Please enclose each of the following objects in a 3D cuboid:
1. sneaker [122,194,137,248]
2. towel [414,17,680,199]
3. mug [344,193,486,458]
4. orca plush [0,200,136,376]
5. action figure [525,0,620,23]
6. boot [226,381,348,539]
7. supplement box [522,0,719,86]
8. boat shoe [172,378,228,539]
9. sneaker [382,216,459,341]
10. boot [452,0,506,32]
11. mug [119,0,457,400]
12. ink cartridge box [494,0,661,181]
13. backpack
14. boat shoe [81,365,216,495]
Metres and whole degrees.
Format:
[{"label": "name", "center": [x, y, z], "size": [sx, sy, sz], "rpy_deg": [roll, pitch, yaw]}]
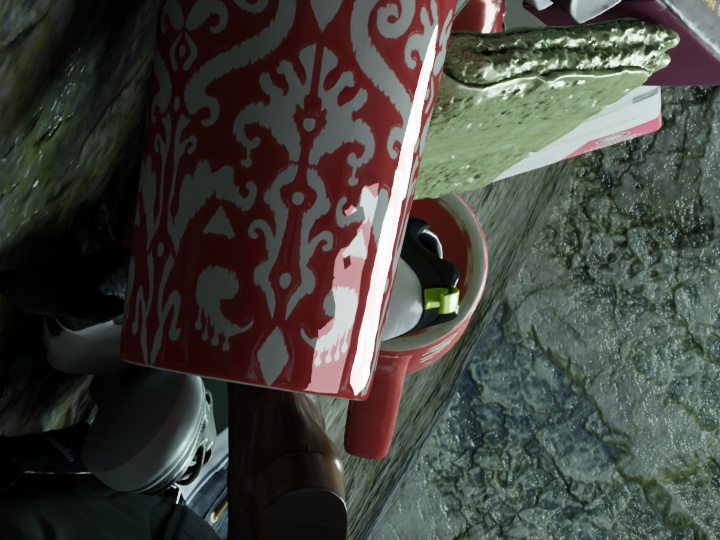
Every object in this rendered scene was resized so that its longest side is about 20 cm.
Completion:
[{"label": "sneaker", "center": [-0.059, -0.057, 1.147], "size": [0.200, 0.081, 0.075], "rpy_deg": [-66, 175, 25]}, {"label": "towel", "center": [0.054, -0.077, 1.098], "size": [0.148, 0.037, 0.200], "rpy_deg": [-35, 167, 38]}, {"label": "mug", "center": [0.026, 0.019, 1.430], "size": [0.133, 0.178, 0.200], "rpy_deg": [-21, 178, -4]}, {"label": "orca plush", "center": [-0.132, 0.004, 1.066], "size": [0.105, 0.071, 0.200], "rpy_deg": [-17, 172, 12]}, {"label": "action figure", "center": [0.041, -0.176, 1.041], "size": [0.069, 0.200, 0.130], "rpy_deg": [-46, 136, -9]}, {"label": "boot", "center": [-0.044, 0.088, 1.086], "size": [0.200, 0.064, 0.187], "rpy_deg": [-103, -159, -45]}, {"label": "supplement box", "center": [0.167, -0.209, 1.186], "size": [0.110, 0.086, 0.200], "rpy_deg": [30, 69, -49]}, {"label": "boat shoe", "center": [-0.084, 0.103, 1.312], "size": [0.200, 0.071, 0.091], "rpy_deg": [-51, 145, 4]}, {"label": "sneaker", "center": [0.000, 0.000, 1.183], "size": [0.200, 0.083, 0.072], "rpy_deg": [-136, -134, -67]}, {"label": "boot", "center": [0.061, -0.149, 1.188], "size": [0.144, 0.072, 0.200], "rpy_deg": [-3, 123, -55]}, {"label": "mug", "center": [-0.027, -0.050, 0.970], "size": [0.178, 0.133, 0.200], "rpy_deg": [19, 80, -76]}, {"label": "ink cartridge box", "center": [0.103, -0.123, 1.364], "size": [0.145, 0.085, 0.200], "rpy_deg": [-17, 171, 5]}, {"label": "backpack", "center": [-0.148, 0.165, 1.163], "size": [0.127, 0.167, 0.200], "rpy_deg": [-47, -179, 10]}, {"label": "boat shoe", "center": [-0.100, 0.078, 1.149], "size": [0.069, 0.057, 0.200], "rpy_deg": [-40, -166, 3]}]
